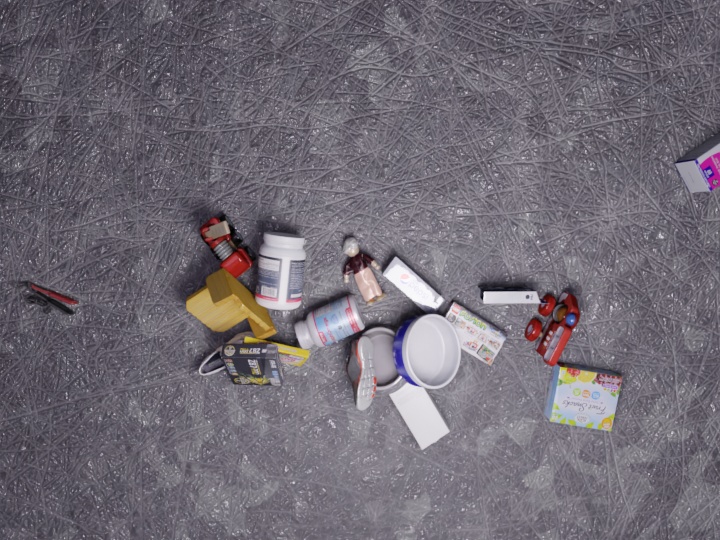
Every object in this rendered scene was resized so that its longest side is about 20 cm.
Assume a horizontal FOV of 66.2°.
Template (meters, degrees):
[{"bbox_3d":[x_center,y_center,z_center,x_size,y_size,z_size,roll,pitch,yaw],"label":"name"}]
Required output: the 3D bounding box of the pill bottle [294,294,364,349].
[{"bbox_3d":[-0.092,0.158,1.636,0.194,0.109,0.112,-24,97,3],"label":"pill bottle"}]

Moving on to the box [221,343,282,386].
[{"bbox_3d":[-0.312,0.278,1.619,0.155,0.203,0.051,0,56,-2],"label":"box"}]

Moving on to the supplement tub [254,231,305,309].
[{"bbox_3d":[-0.230,0.000,1.601,0.135,0.140,0.208,7,97,-1],"label":"supplement tub"}]

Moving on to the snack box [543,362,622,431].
[{"bbox_3d":[0.676,0.383,1.684,0.192,0.068,0.175,10,97,0],"label":"snack box"}]

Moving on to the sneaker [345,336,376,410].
[{"bbox_3d":[-0.005,0.296,1.593,0.080,0.076,0.208,-9,74,41],"label":"sneaker"}]

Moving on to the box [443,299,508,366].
[{"bbox_3d":[0.336,0.190,1.676,0.196,0.035,0.112,31,96,-4],"label":"box"}]

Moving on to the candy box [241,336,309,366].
[{"bbox_3d":[-0.255,0.241,1.633,0.193,0.102,0.027,15,64,-16],"label":"candy box"}]

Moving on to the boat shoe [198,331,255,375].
[{"bbox_3d":[-0.401,0.259,1.671,0.197,0.065,0.075,-37,95,4],"label":"boat shoe"}]

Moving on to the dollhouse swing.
[{"bbox_3d":[-0.380,0.133,1.573,0.174,0.183,0.201,-39,132,2],"label":"dollhouse swing"}]

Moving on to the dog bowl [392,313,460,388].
[{"bbox_3d":[0.189,0.230,1.578,0.194,0.078,0.208,5,81,-30],"label":"dog bowl"}]

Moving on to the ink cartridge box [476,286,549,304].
[{"bbox_3d":[0.448,0.072,1.629,0.192,0.100,0.041,1,96,-1],"label":"ink cartridge box"}]

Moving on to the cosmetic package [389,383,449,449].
[{"bbox_3d":[0.176,0.420,1.681,0.105,0.085,0.204,-30,97,5],"label":"cosmetic package"}]

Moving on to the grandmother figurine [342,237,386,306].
[{"bbox_3d":[0.000,0.000,1.644,0.118,0.061,0.206,-24,94,4],"label":"grandmother figurine"}]

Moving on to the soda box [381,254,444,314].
[{"bbox_3d":[0.156,0.045,1.644,0.198,0.063,0.069,40,95,-4],"label":"soda box"}]

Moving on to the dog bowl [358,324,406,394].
[{"bbox_3d":[0.061,0.262,1.636,0.193,0.059,0.208,-4,78,16],"label":"dog bowl"}]

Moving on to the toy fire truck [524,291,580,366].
[{"bbox_3d":[0.575,0.166,1.606,0.109,0.168,0.205,26,97,-4],"label":"toy fire truck"}]

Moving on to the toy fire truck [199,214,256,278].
[{"bbox_3d":[-0.380,-0.071,1.562,0.127,0.200,0.178,-35,96,5],"label":"toy fire truck"}]

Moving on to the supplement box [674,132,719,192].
[{"bbox_3d":[1.028,-0.323,1.577,0.197,0.103,0.103,-35,95,3],"label":"supplement box"}]

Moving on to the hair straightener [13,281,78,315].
[{"bbox_3d":[-0.954,0.095,1.665,0.194,0.041,0.079,22,97,-3],"label":"hair straightener"}]
